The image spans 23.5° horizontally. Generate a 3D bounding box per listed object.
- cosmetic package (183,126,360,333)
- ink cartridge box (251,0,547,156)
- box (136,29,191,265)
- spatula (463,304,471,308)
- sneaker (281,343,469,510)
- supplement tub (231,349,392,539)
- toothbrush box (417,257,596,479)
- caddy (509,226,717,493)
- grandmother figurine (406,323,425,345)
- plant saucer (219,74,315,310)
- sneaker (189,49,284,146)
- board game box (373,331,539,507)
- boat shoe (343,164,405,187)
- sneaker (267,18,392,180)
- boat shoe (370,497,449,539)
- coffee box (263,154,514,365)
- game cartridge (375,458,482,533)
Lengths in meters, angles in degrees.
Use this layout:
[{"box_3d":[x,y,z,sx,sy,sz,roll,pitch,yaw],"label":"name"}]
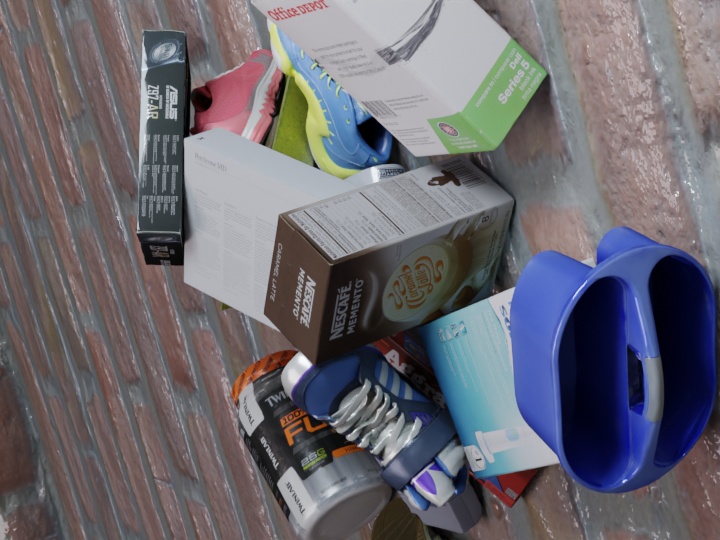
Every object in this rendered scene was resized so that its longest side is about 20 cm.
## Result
[{"box_3d":[-0.081,-0.030,1.597,0.199,0.051,0.152,25,126,37],"label":"cosmetic package"},{"box_3d":[0.028,-0.187,1.388,0.200,0.084,0.145,41,165,-21],"label":"ink cartridge box"},{"box_3d":[-0.193,-0.117,1.705,0.160,0.043,0.202,109,161,-78],"label":"box"},{"box_3d":[0.109,0.054,1.587,0.056,0.020,0.201,-22,91,46],"label":"spatula"},{"box_3d":[0.028,0.140,1.513,0.147,0.081,0.200,49,-170,31],"label":"sneaker"},{"box_3d":[-0.060,0.196,1.945,0.201,0.122,0.123,57,153,27],"label":"supplement tub"},{"box_3d":[0.144,0.087,1.458,0.147,0.085,0.200,68,157,4],"label":"toothbrush box"},{"box_3d":[0.192,0.066,1.273,0.105,0.140,0.202,-137,35,-55],"label":"caddy"},{"box_3d":[0.016,0.063,1.767,0.122,0.061,0.200,52,162,-27],"label":"grandmother figurine"},{"box_3d":[-0.083,-0.085,1.749,0.200,0.047,0.201,-82,11,-50],"label":"plant saucer"},{"box_3d":[-0.127,-0.181,1.769,0.201,0.086,0.074,-85,15,-59],"label":"sneaker"},{"box_3d":[0.082,0.132,1.619,0.200,0.019,0.103,40,148,11],"label":"board game box"},{"box_3d":[-0.006,-0.044,1.704,0.199,0.073,0.069,-27,69,57],"label":"boat shoe"},{"box_3d":[-0.017,-0.184,1.640,0.105,0.075,0.201,0,116,53],"label":"sneaker"},{"box_3d":[0.068,0.311,1.819,0.065,0.073,0.200,38,-171,-28],"label":"boat shoe"},{"box_3d":[0.024,-0.011,1.482,0.080,0.199,0.115,44,140,35],"label":"coffee box"},{"box_3d":[0.044,0.173,1.748,0.201,0.041,0.133,57,164,-11],"label":"game cartridge"}]
